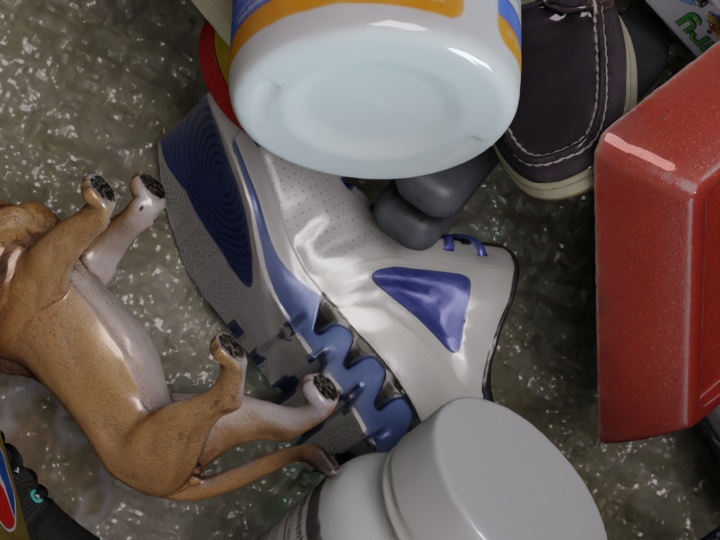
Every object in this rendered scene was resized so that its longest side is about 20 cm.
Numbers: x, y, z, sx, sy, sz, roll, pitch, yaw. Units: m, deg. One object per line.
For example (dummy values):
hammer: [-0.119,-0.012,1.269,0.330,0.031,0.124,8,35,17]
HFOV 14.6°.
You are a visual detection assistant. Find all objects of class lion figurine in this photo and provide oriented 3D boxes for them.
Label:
lion figurine: [-0.105,0.037,1.166,0.122,0.072,0.200,-43,78,25]

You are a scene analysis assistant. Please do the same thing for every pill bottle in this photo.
pill bottle: [0.007,-0.147,1.103,0.112,0.112,0.200,12,59,-17]
pill bottle: [0.001,0.147,1.161,0.114,0.114,0.200,41,118,-12]

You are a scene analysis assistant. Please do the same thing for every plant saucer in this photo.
plant saucer: [0.181,-0.033,1.199,0.200,0.200,0.037,-38,55,-24]

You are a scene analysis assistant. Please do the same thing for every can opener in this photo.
can opener: [0.077,-0.077,1.242,0.066,0.053,0.200,39,50,7]

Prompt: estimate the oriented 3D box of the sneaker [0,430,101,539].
sneaker: [-0.170,0.084,1.180,0.200,0.075,0.079,29,77,-15]

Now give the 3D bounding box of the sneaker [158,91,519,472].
sneaker: [0.000,0.001,1.245,0.115,0.081,0.200,-27,89,-31]

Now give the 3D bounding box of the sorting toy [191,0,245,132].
sorting toy: [-0.034,-0.158,1.202,0.200,0.070,0.199,51,45,-10]

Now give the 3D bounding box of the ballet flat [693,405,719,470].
ballet flat: [0.161,0.033,1.311,0.066,0.057,0.200,-26,89,-4]

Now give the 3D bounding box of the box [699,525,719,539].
box: [0.208,0.194,1.125,0.200,0.198,0.123,34,48,-11]

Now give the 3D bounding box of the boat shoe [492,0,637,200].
boat shoe: [0.068,-0.123,1.162,0.072,0.065,0.200,-15,57,20]

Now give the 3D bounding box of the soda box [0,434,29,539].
soda box: [-0.182,0.056,1.109,0.064,0.068,0.200,-18,78,5]

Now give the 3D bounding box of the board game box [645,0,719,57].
board game box: [0.173,-0.156,1.298,0.200,0.035,0.126,46,49,-11]
